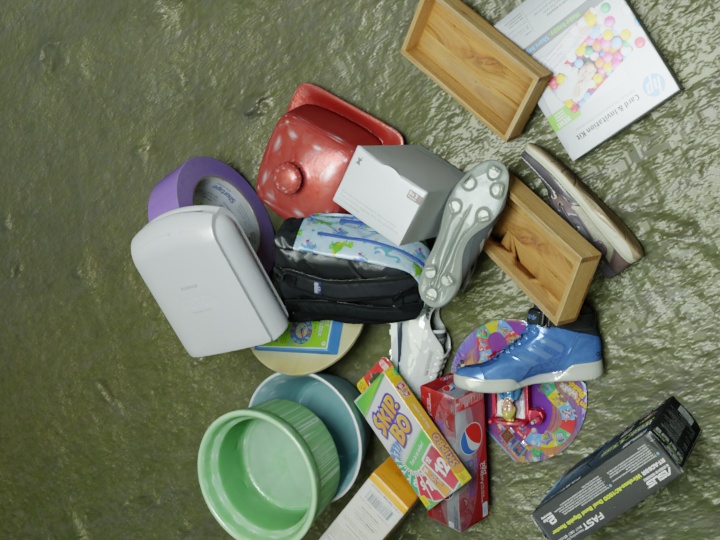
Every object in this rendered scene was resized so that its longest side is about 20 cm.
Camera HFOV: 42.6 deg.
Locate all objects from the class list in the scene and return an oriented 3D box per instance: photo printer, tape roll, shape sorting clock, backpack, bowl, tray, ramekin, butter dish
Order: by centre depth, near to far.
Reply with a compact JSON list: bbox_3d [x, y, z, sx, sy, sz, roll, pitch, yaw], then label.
[{"bbox_3d":[0.212,-0.036,1.157,0.201,0.036,0.100,52,142,42],"label":"tray"},{"bbox_3d":[0.145,-0.267,1.186,0.200,0.037,0.099,44,135,21],"label":"tray"},{"bbox_3d":[-0.204,0.011,1.222,0.164,0.070,0.202,-12,116,33],"label":"photo printer"},{"bbox_3d":[0.000,0.000,1.242,0.197,0.155,0.165,13,136,22],"label":"backpack"},{"bbox_3d":[-0.069,-0.135,1.291,0.198,0.147,0.203,31,113,20],"label":"butter dish"},{"bbox_3d":[-0.124,0.281,1.310,0.197,0.097,0.204,6,103,27],"label":"ramekin"},{"bbox_3d":[-0.214,-0.063,1.352,0.065,0.199,0.203,-29,86,29],"label":"tape roll"},{"bbox_3d":[-0.080,0.057,1.353,0.197,0.039,0.204,-11,62,22],"label":"shape sorting clock"},{"bbox_3d":[-0.062,0.234,1.382,0.197,0.105,0.205,6,103,28],"label":"bowl"}]

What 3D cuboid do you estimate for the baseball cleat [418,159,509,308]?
[{"bbox_3d":[0.133,-0.049,1.183,0.069,0.106,0.202,32,102,14],"label":"baseball cleat"}]

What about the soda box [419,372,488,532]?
[{"bbox_3d":[0.131,0.252,1.285,0.069,0.063,0.204,14,113,48],"label":"soda box"}]

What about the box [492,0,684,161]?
[{"bbox_3d":[0.277,-0.263,1.140,0.155,0.041,0.202,-33,84,30],"label":"box"}]

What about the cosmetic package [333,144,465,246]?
[{"bbox_3d":[0.064,-0.102,1.193,0.112,0.199,0.082,36,113,20],"label":"cosmetic package"}]

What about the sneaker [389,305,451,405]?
[{"bbox_3d":[0.087,0.130,1.303,0.079,0.076,0.204,1,101,19],"label":"sneaker"}]

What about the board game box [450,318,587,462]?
[{"bbox_3d":[0.208,0.168,1.259,0.200,0.039,0.159,47,117,12],"label":"board game box"}]

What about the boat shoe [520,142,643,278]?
[{"bbox_3d":[0.267,-0.075,1.165,0.200,0.072,0.065,47,112,6],"label":"boat shoe"}]

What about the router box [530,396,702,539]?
[{"bbox_3d":[0.320,0.254,1.154,0.200,0.149,0.062,-45,78,27],"label":"router box"}]

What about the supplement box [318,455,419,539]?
[{"bbox_3d":[0.017,0.362,1.353,0.073,0.126,0.201,42,117,13],"label":"supplement box"}]

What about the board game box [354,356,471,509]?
[{"bbox_3d":[0.064,0.223,1.270,0.202,0.030,0.096,56,139,14],"label":"board game box"}]

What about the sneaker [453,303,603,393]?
[{"bbox_3d":[0.213,0.091,1.192,0.196,0.077,0.114,-7,95,-1],"label":"sneaker"}]
